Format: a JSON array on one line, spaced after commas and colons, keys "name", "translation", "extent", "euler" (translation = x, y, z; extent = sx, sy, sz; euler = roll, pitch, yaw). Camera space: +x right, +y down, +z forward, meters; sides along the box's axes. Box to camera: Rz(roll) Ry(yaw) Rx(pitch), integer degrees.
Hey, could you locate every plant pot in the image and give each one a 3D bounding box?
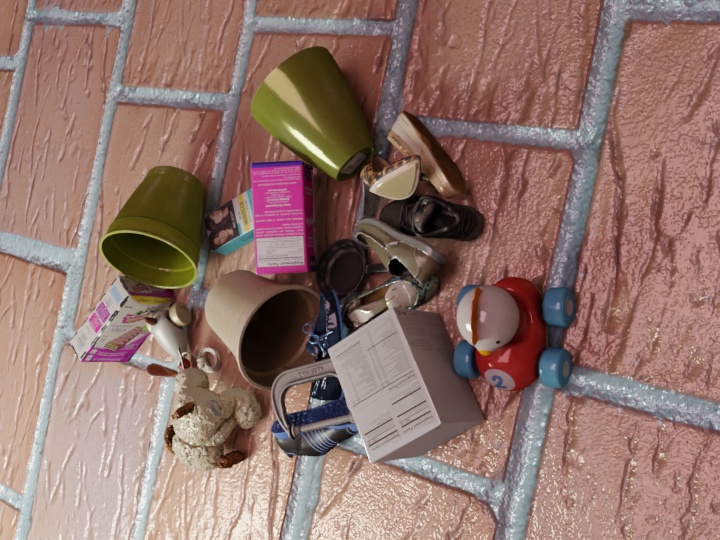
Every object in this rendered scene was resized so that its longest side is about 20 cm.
[{"name": "plant pot", "translation": [-0.188, 0.090, 1.635], "extent": [0.183, 0.199, 0.203], "euler": [29, 101, 45]}, {"name": "plant pot", "translation": [-0.400, -0.100, 1.786], "extent": [0.198, 0.200, 0.195], "euler": [-10, 52, 33]}, {"name": "plant pot", "translation": [-0.068, -0.267, 1.608], "extent": [0.187, 0.187, 0.201], "euler": [-44, 76, 22]}]

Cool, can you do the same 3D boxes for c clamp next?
[{"name": "c clamp", "translation": [-0.065, 0.240, 1.520], "extent": [0.198, 0.027, 0.173], "euler": [-11, 83, 23]}]

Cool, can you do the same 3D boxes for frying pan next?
[{"name": "frying pan", "translation": [-0.004, -0.015, 1.594], "extent": [0.189, 0.031, 0.116], "euler": [-25, 60, 28]}]

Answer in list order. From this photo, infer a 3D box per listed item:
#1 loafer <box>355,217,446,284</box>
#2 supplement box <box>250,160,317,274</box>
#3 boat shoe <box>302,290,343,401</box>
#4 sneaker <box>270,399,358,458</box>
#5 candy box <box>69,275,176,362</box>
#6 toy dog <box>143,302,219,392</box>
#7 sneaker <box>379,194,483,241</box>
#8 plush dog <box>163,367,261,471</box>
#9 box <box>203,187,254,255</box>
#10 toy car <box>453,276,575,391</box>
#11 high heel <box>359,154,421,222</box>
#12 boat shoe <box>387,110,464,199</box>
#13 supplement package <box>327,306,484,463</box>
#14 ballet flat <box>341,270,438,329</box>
[{"name": "loafer", "translation": [0.054, -0.032, 1.488], "extent": [0.199, 0.075, 0.070], "euler": [25, 83, 46]}, {"name": "supplement box", "translation": [-0.139, -0.095, 1.622], "extent": [0.102, 0.101, 0.203], "euler": [-2, 91, 8]}, {"name": "boat shoe", "translation": [-0.065, 0.138, 1.560], "extent": [0.068, 0.084, 0.203], "euler": [-3, 97, -10]}, {"name": "sneaker", "translation": [-0.060, 0.289, 1.581], "extent": [0.198, 0.078, 0.070], "euler": [-12, 32, 22]}, {"name": "candy box", "translation": [-0.502, 0.106, 1.869], "extent": [0.201, 0.136, 0.061], "euler": [-51, 62, 19]}, {"name": "toy dog", "translation": [-0.389, 0.158, 1.797], "extent": [0.132, 0.096, 0.201], "euler": [-46, 67, 23]}, {"name": "sneaker", "translation": [0.097, -0.094, 1.493], "extent": [0.198, 0.114, 0.077], "euler": [13, 90, 38]}, {"name": "plush dog", "translation": [-0.305, 0.308, 1.695], "extent": [0.198, 0.160, 0.174], "euler": [17, 117, 21]}, {"name": "box", "translation": [-0.220, -0.109, 1.753], "extent": [0.199, 0.049, 0.083], "euler": [-26, 69, 29]}, {"name": "toy car", "translation": [0.203, 0.093, 1.340], "extent": [0.182, 0.199, 0.180], "euler": [2, 85, 35]}, {"name": "high heel", "translation": [0.052, -0.182, 1.516], "extent": [0.200, 0.071, 0.144], "euler": [-44, 33, 52]}, {"name": "boat shoe", "translation": [0.109, -0.187, 1.525], "extent": [0.069, 0.073, 0.201], "euler": [-47, 52, 24]}, {"name": "supplement package", "translation": [0.074, 0.188, 1.446], "extent": [0.150, 0.151, 0.202], "euler": [-34, 66, 27]}, {"name": "ballet flat", "translation": [0.046, 0.056, 1.531], "extent": [0.199, 0.074, 0.075], "euler": [-27, 69, 33]}]
